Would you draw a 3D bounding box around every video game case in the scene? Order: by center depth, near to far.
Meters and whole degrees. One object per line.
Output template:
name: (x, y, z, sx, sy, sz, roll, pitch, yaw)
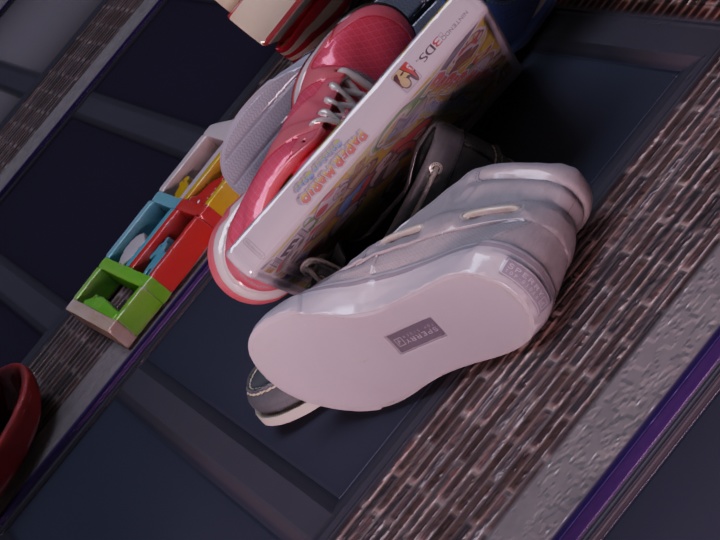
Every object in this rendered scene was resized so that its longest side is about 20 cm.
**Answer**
video game case: (0.013, -0.061, 1.369, 0.182, 0.023, 0.200, -49, -10, 2)

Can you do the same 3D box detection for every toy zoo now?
toy zoo: (-0.121, -0.038, 1.758, 0.200, 0.020, 0.131, -52, 19, -7)

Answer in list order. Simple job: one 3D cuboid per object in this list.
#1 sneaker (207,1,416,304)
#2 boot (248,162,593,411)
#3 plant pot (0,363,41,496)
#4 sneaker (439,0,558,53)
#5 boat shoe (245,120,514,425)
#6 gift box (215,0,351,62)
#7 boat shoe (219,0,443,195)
sneaker: (-0.014, -0.070, 1.490, 0.200, 0.074, 0.087, -62, 10, -14)
boot: (0.034, 0.006, 1.275, 0.200, 0.074, 0.096, -16, 31, 44)
plant pot: (-0.332, 0.099, 1.715, 0.200, 0.182, 0.201, -42, 20, 19)
sneaker: (0.081, -0.187, 1.500, 0.200, 0.082, 0.074, -54, 21, -8)
boat shoe: (0.000, 0.000, 1.351, 0.200, 0.062, 0.073, -44, 23, 19)
gift box: (-0.053, -0.273, 1.806, 0.185, 0.187, 0.200, -50, -1, 15)
boat shoe: (-0.003, -0.116, 1.601, 0.200, 0.072, 0.062, -40, -4, 17)
